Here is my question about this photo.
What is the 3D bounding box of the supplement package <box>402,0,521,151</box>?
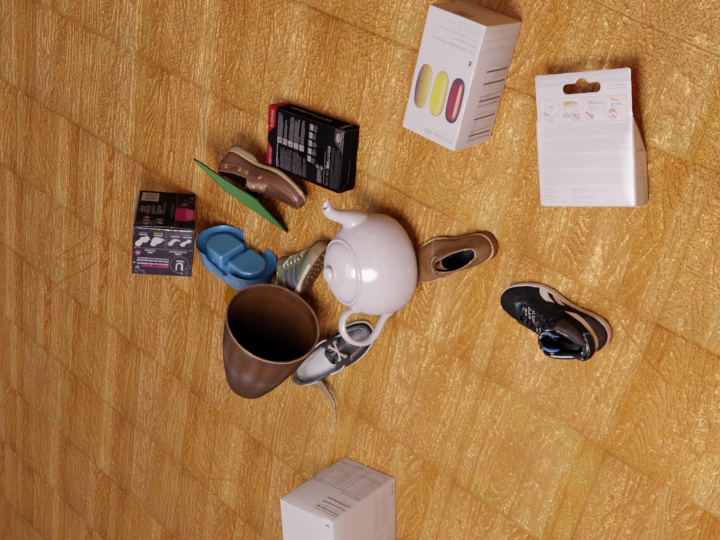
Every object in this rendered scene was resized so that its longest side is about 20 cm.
[{"bbox_3d":[0.159,-0.309,1.433,0.113,0.109,0.202,30,123,31],"label":"supplement package"}]

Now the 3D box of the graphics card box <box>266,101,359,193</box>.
[{"bbox_3d":[-0.094,-0.237,1.724,0.199,0.051,0.127,24,120,35],"label":"graphics card box"}]

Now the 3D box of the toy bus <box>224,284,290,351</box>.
[{"bbox_3d":[-0.206,0.087,1.919,0.199,0.078,0.066,35,124,28],"label":"toy bus"}]

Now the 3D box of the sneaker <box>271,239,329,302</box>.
[{"bbox_3d":[-0.132,-0.002,1.828,0.090,0.067,0.201,42,131,16],"label":"sneaker"}]

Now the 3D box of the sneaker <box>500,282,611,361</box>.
[{"bbox_3d":[0.293,0.081,1.452,0.199,0.111,0.074,23,118,34],"label":"sneaker"}]

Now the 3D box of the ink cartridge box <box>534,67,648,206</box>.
[{"bbox_3d":[0.345,-0.197,1.357,0.160,0.050,0.202,5,104,41],"label":"ink cartridge box"}]

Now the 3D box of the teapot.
[{"bbox_3d":[0.000,0.000,1.633,0.201,0.145,0.198,56,145,30],"label":"teapot"}]

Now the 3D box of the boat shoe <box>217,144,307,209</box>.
[{"bbox_3d":[-0.196,-0.171,1.784,0.199,0.068,0.072,32,159,17],"label":"boat shoe"}]

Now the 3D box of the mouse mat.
[{"bbox_3d":[-0.242,-0.152,1.837,0.199,0.161,0.008,35,83,28],"label":"mouse mat"}]

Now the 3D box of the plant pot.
[{"bbox_3d":[-0.198,0.163,1.789,0.187,0.186,0.201,46,137,19],"label":"plant pot"}]

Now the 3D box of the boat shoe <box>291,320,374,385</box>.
[{"bbox_3d":[-0.055,0.171,1.795,0.200,0.060,0.076,-41,82,23],"label":"boat shoe"}]

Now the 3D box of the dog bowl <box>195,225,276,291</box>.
[{"bbox_3d":[-0.264,-0.021,1.917,0.199,0.111,0.050,34,139,28],"label":"dog bowl"}]

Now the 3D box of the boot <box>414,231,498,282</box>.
[{"bbox_3d":[0.141,-0.018,1.578,0.199,0.075,0.074,-20,95,46],"label":"boot"}]

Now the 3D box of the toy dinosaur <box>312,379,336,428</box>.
[{"bbox_3d":[-0.092,0.226,1.894,0.200,0.060,0.107,37,140,38],"label":"toy dinosaur"}]

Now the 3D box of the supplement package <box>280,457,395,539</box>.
[{"bbox_3d":[-0.042,0.527,1.847,0.146,0.199,0.193,12,113,38],"label":"supplement package"}]

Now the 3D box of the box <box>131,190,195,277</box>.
[{"bbox_3d":[-0.424,-0.081,1.952,0.200,0.131,0.116,-109,25,-62],"label":"box"}]
